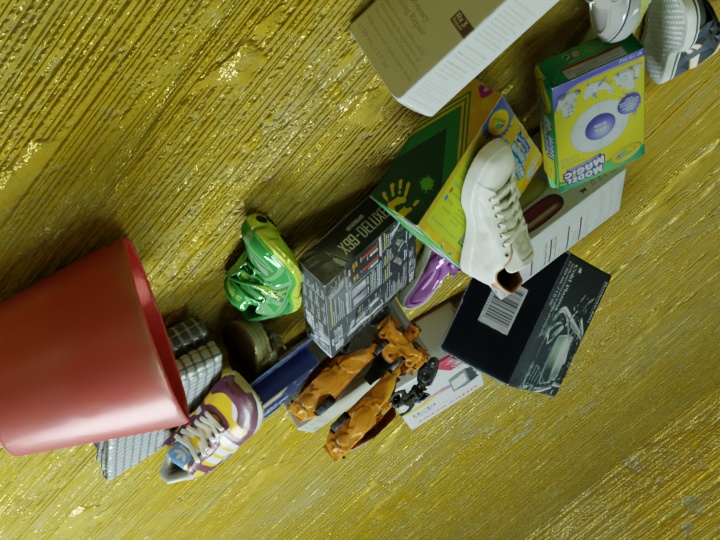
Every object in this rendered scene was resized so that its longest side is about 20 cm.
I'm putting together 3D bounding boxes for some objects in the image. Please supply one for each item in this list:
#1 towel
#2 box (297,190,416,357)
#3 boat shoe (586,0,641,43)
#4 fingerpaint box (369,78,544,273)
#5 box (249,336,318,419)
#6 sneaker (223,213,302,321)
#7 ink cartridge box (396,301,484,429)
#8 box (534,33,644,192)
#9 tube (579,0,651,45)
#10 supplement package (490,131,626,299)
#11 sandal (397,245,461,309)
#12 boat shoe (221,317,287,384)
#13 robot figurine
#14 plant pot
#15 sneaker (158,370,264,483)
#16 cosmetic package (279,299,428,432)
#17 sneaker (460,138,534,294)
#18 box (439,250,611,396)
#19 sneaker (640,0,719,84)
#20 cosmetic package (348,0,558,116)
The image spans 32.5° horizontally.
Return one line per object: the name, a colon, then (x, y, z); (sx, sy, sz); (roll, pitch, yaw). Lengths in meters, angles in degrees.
towel: (-0.252, 0.148, 1.475); (0.165, 0.086, 0.201); (-30, 162, -24)
box: (0.000, 0.000, 1.485); (0.158, 0.050, 0.201); (-43, 159, -18)
boat shoe: (0.246, -0.301, 1.242); (0.065, 0.072, 0.201); (-22, 153, -11)
fingerpaint box: (0.113, -0.106, 1.383); (0.168, 0.073, 0.200); (-57, 154, 0)
box: (-0.125, 0.164, 1.561); (0.121, 0.032, 0.200); (-36, 170, -38)
sneaker: (-0.112, 0.009, 1.392); (0.083, 0.074, 0.201); (-28, 155, -12)
ink cartridge box: (0.105, 0.148, 1.892); (0.147, 0.086, 0.200); (-31, 154, -3)
box: (0.262, -0.170, 1.399); (0.116, 0.049, 0.201); (-24, 144, -5)
tube: (0.285, -0.277, 1.361); (0.051, 0.058, 0.201); (19, 132, -7)
supplement package: (0.216, -0.080, 1.534); (0.199, 0.114, 0.110); (-37, 156, -10)
sandal: (0.117, -0.010, 1.653); (0.082, 0.050, 0.203); (-15, 149, -36)
boat shoe: (-0.130, 0.098, 1.552); (0.062, 0.074, 0.200); (-33, 168, -16)
robot figurine: (0.007, 0.141, 1.592); (0.200, 0.145, 0.058); (-45, 173, 6)
plant pot: (-0.282, 0.088, 1.224); (0.175, 0.202, 0.201); (-20, 154, -5)
sneaker: (-0.182, 0.197, 1.473); (0.090, 0.075, 0.201); (-32, 163, -38)
cosmetic package: (-0.020, 0.121, 1.670); (0.199, 0.104, 0.073); (-34, 162, 7)
sneaker: (0.160, -0.055, 1.343); (0.073, 0.084, 0.201); (-39, 147, -26)
box: (0.237, 0.058, 1.747); (0.196, 0.123, 0.202); (18, 98, -61)
sneaker: (0.373, -0.284, 1.411); (0.079, 0.079, 0.200); (-27, 168, -2)
cosmetic package: (0.096, -0.247, 1.130); (0.200, 0.102, 0.074); (-43, 154, 20)
